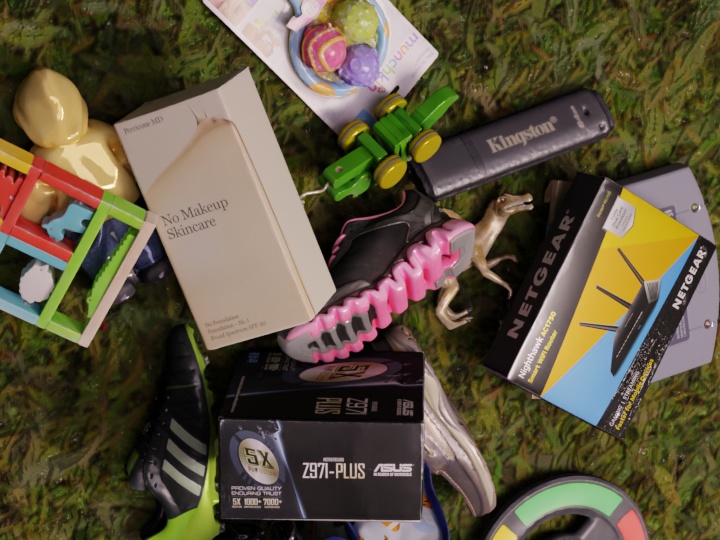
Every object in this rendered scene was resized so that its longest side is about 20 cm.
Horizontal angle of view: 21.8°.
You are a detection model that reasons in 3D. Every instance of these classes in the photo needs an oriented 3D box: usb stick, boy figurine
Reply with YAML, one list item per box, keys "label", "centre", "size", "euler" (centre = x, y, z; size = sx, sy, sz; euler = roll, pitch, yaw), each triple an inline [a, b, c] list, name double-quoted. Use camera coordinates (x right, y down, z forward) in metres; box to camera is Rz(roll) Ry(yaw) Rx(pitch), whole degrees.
- label: "usb stick"
  centre: [0.134, -0.113, 1.668]
  size: [0.199, 0.056, 0.033]
  euler: [-21, 153, -19]
- label: "boy figurine"
  centre: [-0.227, -0.069, 1.507]
  size: [0.124, 0.064, 0.201]
  euler: [-32, 113, -14]

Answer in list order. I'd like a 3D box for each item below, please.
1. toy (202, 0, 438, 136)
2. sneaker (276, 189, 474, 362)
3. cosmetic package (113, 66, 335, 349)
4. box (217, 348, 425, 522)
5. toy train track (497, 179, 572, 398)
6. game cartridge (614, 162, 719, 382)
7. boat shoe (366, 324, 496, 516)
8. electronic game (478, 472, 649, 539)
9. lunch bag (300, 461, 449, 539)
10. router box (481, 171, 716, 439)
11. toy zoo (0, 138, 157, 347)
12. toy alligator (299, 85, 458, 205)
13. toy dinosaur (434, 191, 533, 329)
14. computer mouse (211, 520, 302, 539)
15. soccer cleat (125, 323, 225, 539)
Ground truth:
- label: "toy"
  centre: [-0.025, -0.202, 1.574]
  size: [0.200, 0.047, 0.115]
  euler: [43, 85, -26]
- label: "sneaker"
  centre: [0.000, 0.000, 1.596]
  size: [0.200, 0.095, 0.079]
  euler: [-34, 154, -20]
- label: "cosmetic package"
  centre: [-0.107, -0.049, 1.501]
  size: [0.103, 0.073, 0.201]
  euler: [-17, 104, 22]
- label: "box"
  centre: [-0.027, 0.132, 1.544]
  size: [0.163, 0.200, 0.087]
  euler: [1, 104, 3]
- label: "toy train track"
  centre: [0.169, 0.017, 1.724]
  size: [0.114, 0.032, 0.201]
  euler: [5, 94, -34]
- label: "game cartridge"
  centre: [0.276, 0.005, 1.769]
  size: [0.132, 0.041, 0.201]
  euler: [-15, 109, -17]
- label: "boat shoe"
  centre: [0.056, 0.144, 1.691]
  size: [0.073, 0.075, 0.201]
  euler: [-30, 107, 1]
- label: "electronic game"
  centre: [0.193, 0.292, 1.798]
  size: [0.199, 0.042, 0.201]
  euler: [-6, 104, -23]
- label: "lunch bag"
  centre: [0.005, 0.277, 1.597]
  size: [0.123, 0.200, 0.171]
  euler: [7, 118, -17]
- label: "router box"
  centre: [0.218, 0.032, 1.693]
  size: [0.149, 0.051, 0.201]
  euler: [27, 87, -29]
- label: "toy zoo"
  centre: [-0.277, -0.032, 1.472]
  size: [0.199, 0.020, 0.132]
  euler: [27, 116, -14]
- label: "toy alligator"
  centre: [0.004, -0.089, 1.598]
  size: [0.200, 0.059, 0.054]
  euler: [-37, 157, -17]
- label: "toy dinosaur"
  centre: [0.071, -0.001, 1.675]
  size: [0.199, 0.058, 0.102]
  euler: [-26, 96, -14]
- label: "computer mouse"
  centre: [-0.116, 0.278, 1.608]
  size: [0.200, 0.139, 0.053]
  euler: [-42, 120, 12]
- label: "soccer cleat"
  centre: [-0.161, 0.145, 1.591]
  size: [0.081, 0.068, 0.201]
  euler: [-5, 106, -12]
